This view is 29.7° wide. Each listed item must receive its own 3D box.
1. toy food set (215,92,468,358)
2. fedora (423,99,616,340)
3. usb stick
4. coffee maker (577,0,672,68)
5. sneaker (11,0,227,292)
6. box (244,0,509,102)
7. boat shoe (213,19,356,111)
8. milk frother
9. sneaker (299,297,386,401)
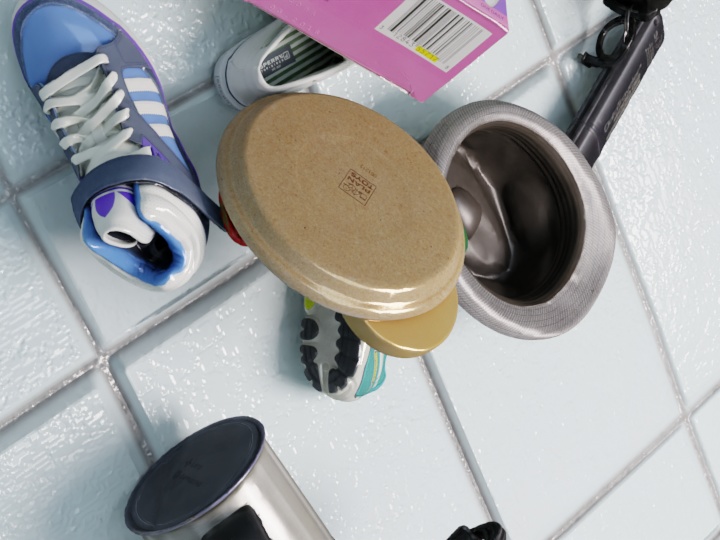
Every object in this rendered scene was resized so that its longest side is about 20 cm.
[{"bbox_3d":[-0.010,-0.044,0.943,0.198,0.049,0.199,24,45,-15],"label":"toy food set"},{"bbox_3d":[0.105,-0.040,1.101,0.199,0.090,0.178,35,70,-27],"label":"fedora"},{"bbox_3d":[0.218,-0.149,1.207,0.201,0.032,0.056,-58,152,-19],"label":"usb stick"},{"bbox_3d":[0.182,-0.296,1.124,0.198,0.134,0.195,19,81,-34],"label":"coffee maker"},{"bbox_3d":[-0.160,-0.079,0.871,0.080,0.147,0.201,-26,115,7],"label":"sneaker"},{"bbox_3d":[0.008,-0.255,0.971,0.175,0.096,0.202,25,47,-31],"label":"box"},{"bbox_3d":[-0.019,-0.178,1.023,0.200,0.066,0.074,-43,114,-27],"label":"boat shoe"},{"bbox_3d":[-0.025,0.188,0.957,0.200,0.180,0.189,-43,115,-23],"label":"milk frother"},{"bbox_3d":[0.000,0.000,1.052,0.079,0.077,0.203,13,86,-56],"label":"sneaker"}]
